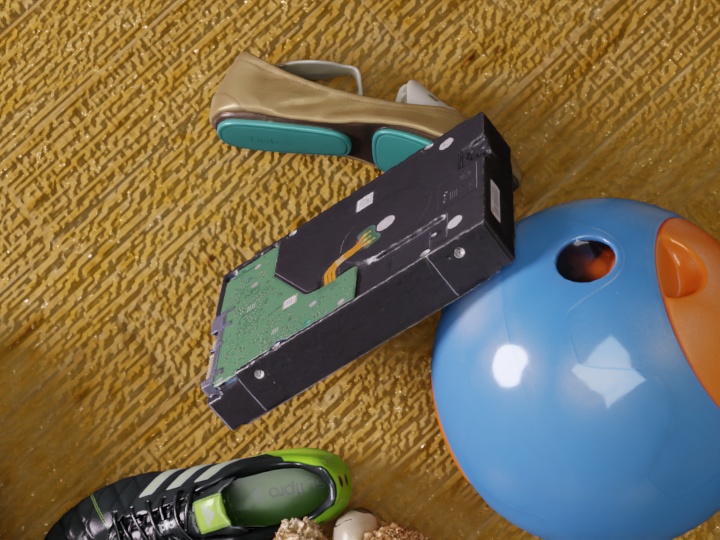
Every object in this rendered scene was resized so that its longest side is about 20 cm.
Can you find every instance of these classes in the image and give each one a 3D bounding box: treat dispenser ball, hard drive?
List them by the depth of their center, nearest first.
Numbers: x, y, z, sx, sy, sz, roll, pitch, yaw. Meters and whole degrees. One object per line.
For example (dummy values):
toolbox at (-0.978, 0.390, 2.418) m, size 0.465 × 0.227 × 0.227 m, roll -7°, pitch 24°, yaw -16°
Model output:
treat dispenser ball at (0.139, 0.060, 1.131) m, size 0.199 × 0.201 × 0.202 m, roll 0°, pitch 85°, yaw 2°
hard drive at (0.000, 0.000, 1.147) m, size 0.199 × 0.140 × 0.038 m, roll -31°, pitch 114°, yaw 18°

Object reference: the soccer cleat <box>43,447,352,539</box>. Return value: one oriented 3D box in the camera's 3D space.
soccer cleat at (-0.103, 0.148, 1.191) m, size 0.199 × 0.081 × 0.068 m, roll -17°, pitch 84°, yaw 0°

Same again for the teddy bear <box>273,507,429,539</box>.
teddy bear at (-0.049, 0.194, 1.162) m, size 0.199 × 0.145 × 0.067 m, roll -30°, pitch 53°, yaw -1°

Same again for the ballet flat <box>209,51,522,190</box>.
ballet flat at (0.007, -0.096, 1.221) m, size 0.199 × 0.069 × 0.063 m, roll 13°, pitch 67°, yaw 1°
